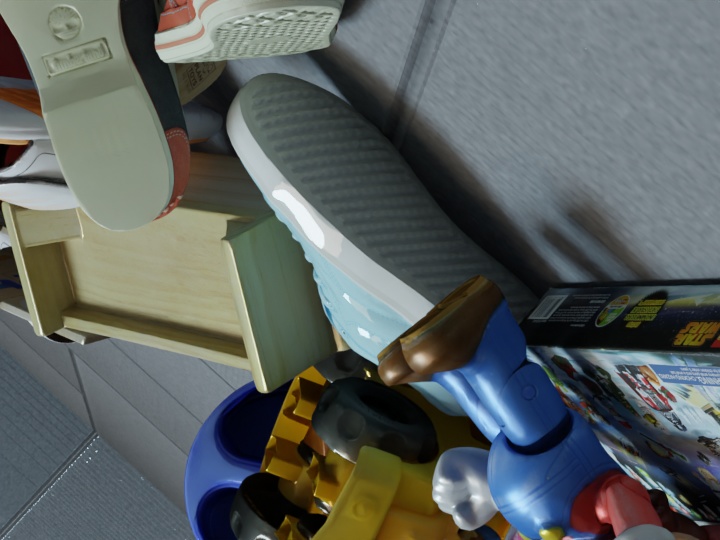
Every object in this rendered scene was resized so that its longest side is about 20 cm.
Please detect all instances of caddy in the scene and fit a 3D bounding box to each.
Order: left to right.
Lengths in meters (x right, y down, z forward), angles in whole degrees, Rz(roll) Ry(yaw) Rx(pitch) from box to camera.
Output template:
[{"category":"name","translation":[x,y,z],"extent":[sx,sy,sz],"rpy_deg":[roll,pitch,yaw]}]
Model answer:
[{"category":"caddy","translation":[-0.012,0.140,1.126],"extent":[0.199,0.142,0.105],"rpy_deg":[12,174,-6]}]

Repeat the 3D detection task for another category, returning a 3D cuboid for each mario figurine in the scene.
[{"category":"mario figurine","translation":[0.078,0.106,0.742],"extent":[0.200,0.106,0.123],"rpy_deg":[50,-159,3]}]

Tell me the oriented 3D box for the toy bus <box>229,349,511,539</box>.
[{"category":"toy bus","translation":[0.040,0.129,0.927],"extent":[0.191,0.136,0.200],"rpy_deg":[24,-163,-11]}]

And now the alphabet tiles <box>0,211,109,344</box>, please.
[{"category":"alphabet tiles","translation":[-0.204,0.001,1.075],"extent":[0.200,0.008,0.167],"rpy_deg":[20,-161,30]}]

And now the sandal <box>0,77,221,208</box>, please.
[{"category":"sandal","translation":[-0.147,-0.059,0.894],"extent":[0.079,0.059,0.206],"rpy_deg":[23,-164,35]}]

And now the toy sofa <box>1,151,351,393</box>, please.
[{"category":"toy sofa","translation":[-0.086,-0.007,0.931],"extent":[0.200,0.097,0.083],"rpy_deg":[9,119,44]}]

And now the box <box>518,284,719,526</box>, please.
[{"category":"box","translation":[0.152,0.066,0.733],"extent":[0.137,0.040,0.200],"rpy_deg":[45,166,-13]}]

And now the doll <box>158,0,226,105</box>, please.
[{"category":"doll","translation":[-0.156,-0.154,0.907],"extent":[0.200,0.048,0.137],"rpy_deg":[36,166,25]}]

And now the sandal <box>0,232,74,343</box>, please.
[{"category":"sandal","translation":[-0.191,0.018,1.184],"extent":[0.206,0.059,0.079],"rpy_deg":[19,165,46]}]

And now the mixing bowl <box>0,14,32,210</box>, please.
[{"category":"mixing bowl","translation":[-0.250,-0.105,1.086],"extent":[0.108,0.201,0.200],"rpy_deg":[13,-171,-42]}]

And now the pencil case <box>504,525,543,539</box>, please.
[{"category":"pencil case","translation":[0.149,0.175,0.886],"extent":[0.200,0.091,0.083],"rpy_deg":[39,174,-42]}]

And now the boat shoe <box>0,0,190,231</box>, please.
[{"category":"boat shoe","translation":[-0.119,-0.118,0.797],"extent":[0.063,0.071,0.201],"rpy_deg":[-57,-46,-72]}]

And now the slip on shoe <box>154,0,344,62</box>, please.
[{"category":"slip on shoe","translation":[-0.045,-0.117,0.710],"extent":[0.200,0.074,0.061],"rpy_deg":[176,87,-81]}]

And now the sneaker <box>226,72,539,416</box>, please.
[{"category":"sneaker","translation":[0.000,0.000,0.830],"extent":[0.200,0.074,0.082],"rpy_deg":[46,131,-12]}]
